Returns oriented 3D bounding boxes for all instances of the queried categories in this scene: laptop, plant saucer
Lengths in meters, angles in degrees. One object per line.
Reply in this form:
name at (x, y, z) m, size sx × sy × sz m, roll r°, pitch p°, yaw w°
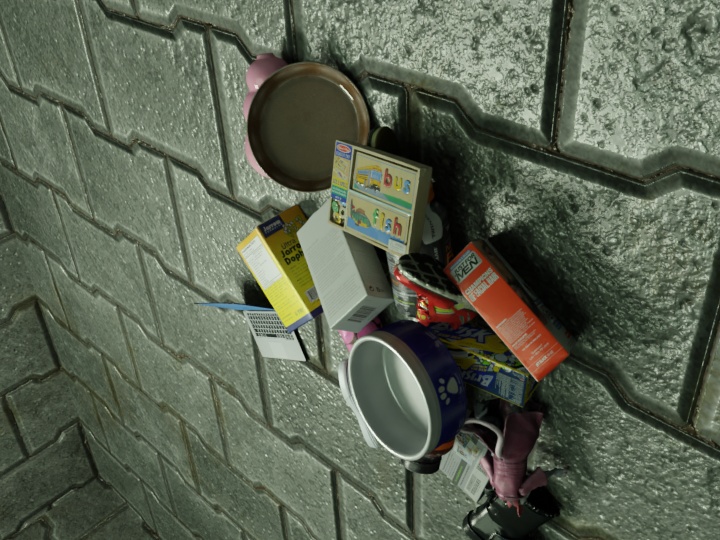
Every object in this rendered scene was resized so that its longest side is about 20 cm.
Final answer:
laptop at (-0.245, 0.136, 1.699) m, size 0.186 × 0.115 × 0.203 m, roll -2°, pitch 114°, yaw 51°
plant saucer at (-0.082, -0.227, 1.216) m, size 0.203 × 0.198 × 0.032 m, roll 64°, pitch -172°, yaw -9°

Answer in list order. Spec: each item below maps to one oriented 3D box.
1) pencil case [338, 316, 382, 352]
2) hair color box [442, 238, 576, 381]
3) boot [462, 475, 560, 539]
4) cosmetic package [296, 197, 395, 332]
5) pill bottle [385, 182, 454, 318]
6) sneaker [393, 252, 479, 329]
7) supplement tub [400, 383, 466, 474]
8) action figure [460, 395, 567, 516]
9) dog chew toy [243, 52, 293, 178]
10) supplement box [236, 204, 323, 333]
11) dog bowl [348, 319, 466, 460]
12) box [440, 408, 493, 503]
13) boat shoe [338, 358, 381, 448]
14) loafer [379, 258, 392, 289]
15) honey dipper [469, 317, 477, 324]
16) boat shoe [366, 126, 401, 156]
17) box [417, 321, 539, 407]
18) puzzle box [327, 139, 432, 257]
pencil case at (0.015, 0.124, 1.407) m, size 0.090 × 0.094 × 0.203 m, roll -21°, pitch 102°, yaw 9°
hair color box at (0.214, 0.051, 1.079) m, size 0.064 × 0.111 × 0.200 m, roll -45°, pitch 78°, yaw 18°
boot at (0.287, 0.447, 1.326) m, size 0.197 × 0.073 × 0.163 m, roll 36°, pitch 127°, yaw 3°
cosmetic package at (-0.028, -0.009, 1.279) m, size 0.101 × 0.071 × 0.202 m, roll -41°, pitch 55°, yaw 31°
pill bottle at (0.090, -0.037, 1.175) m, size 0.105 × 0.106 × 0.203 m, roll 16°, pitch 127°, yaw 43°
sneaker at (0.107, 0.042, 1.095) m, size 0.085 × 0.199 × 0.078 m, roll -43°, pitch 48°, yaw 18°
supplement tub at (0.118, 0.240, 1.297) m, size 0.106 × 0.106 × 0.203 m, roll 21°, pitch 110°, yaw 40°
action figure at (0.242, 0.302, 1.205) m, size 0.132 × 0.148 × 0.204 m, roll 1°, pitch 104°, yaw 32°
dog chew toy at (-0.143, -0.262, 1.286) m, size 0.123 × 0.124 × 0.203 m, roll 11°, pitch 116°, yaw 46°
supplement box at (-0.129, -0.003, 1.462) m, size 0.202 × 0.109 × 0.109 m, roll 58°, pitch 144°, yaw -1°
dog bowl at (0.069, 0.182, 1.173) m, size 0.199 × 0.078 × 0.203 m, roll 33°, pitch 133°, yaw 43°
box at (0.167, 0.307, 1.394) m, size 0.199 × 0.041 × 0.157 m, roll 38°, pitch 139°, yaw 24°
boat shoe at (0.018, 0.263, 1.533) m, size 0.061 × 0.072 × 0.202 m, roll -16°, pitch 108°, yaw 28°
loafer at (0.000, 0.000, 1.338) m, size 0.198 × 0.075 × 0.070 m, roll 2°, pitch 122°, yaw 50°
honey dipper at (0.199, 0.134, 1.237) m, size 0.038 × 0.038 × 0.202 m, roll -16°, pitch 107°, yaw 53°
boat shoe at (0.027, -0.134, 1.209) m, size 0.064 × 0.073 × 0.203 m, roll 18°, pitch 129°, yaw 35°
box at (0.176, 0.131, 1.175) m, size 0.198 × 0.070 × 0.065 m, roll 21°, pitch 127°, yaw 27°
puzzle box at (0.023, -0.109, 1.124) m, size 0.199 × 0.025 × 0.135 m, roll 26°, pitch 115°, yaw 47°
